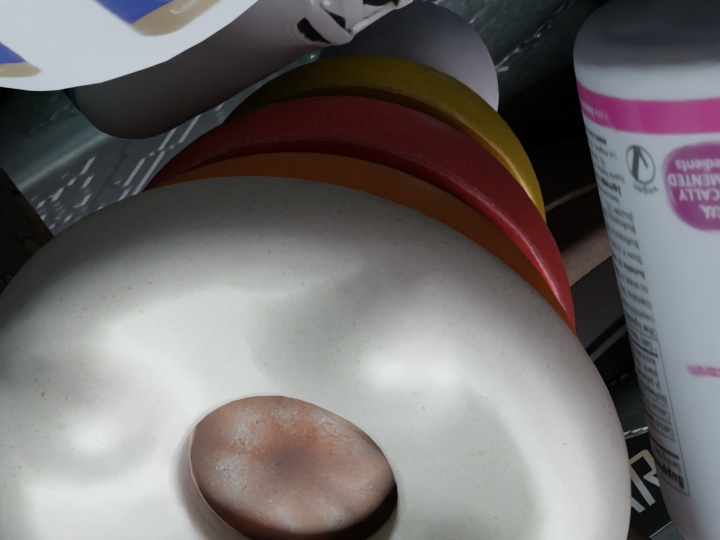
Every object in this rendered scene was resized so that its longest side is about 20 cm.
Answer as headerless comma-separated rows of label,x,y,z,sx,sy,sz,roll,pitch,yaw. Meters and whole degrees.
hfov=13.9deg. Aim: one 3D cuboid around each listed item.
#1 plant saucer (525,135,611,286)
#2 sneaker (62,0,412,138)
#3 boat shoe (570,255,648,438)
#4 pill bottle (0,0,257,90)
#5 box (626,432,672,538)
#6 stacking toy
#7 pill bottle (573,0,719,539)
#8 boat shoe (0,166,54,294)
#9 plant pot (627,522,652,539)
plant saucer,0.037,0.018,0.936,0.200,0.037,0.201,-29,157,-13
sneaker,0.019,-0.089,0.649,0.200,0.073,0.072,-36,160,7
boat shoe,0.130,0.017,0.923,0.199,0.071,0.072,-26,156,-19
pill bottle,-0.080,-0.104,0.423,0.111,0.111,0.200,-38,158,8
box,0.094,0.074,1.061,0.200,0.044,0.160,-34,175,-1
stacking toy,0.000,0.000,0.697,0.146,0.146,0.200,-50,-168,32
pill bottle,0.133,0.017,0.830,0.113,0.201,0.113,-12,-163,4
boat shoe,-0.151,0.024,0.632,0.199,0.075,0.073,-10,147,-44
plant pot,0.009,0.182,0.872,0.200,0.200,0.175,-26,140,-21
